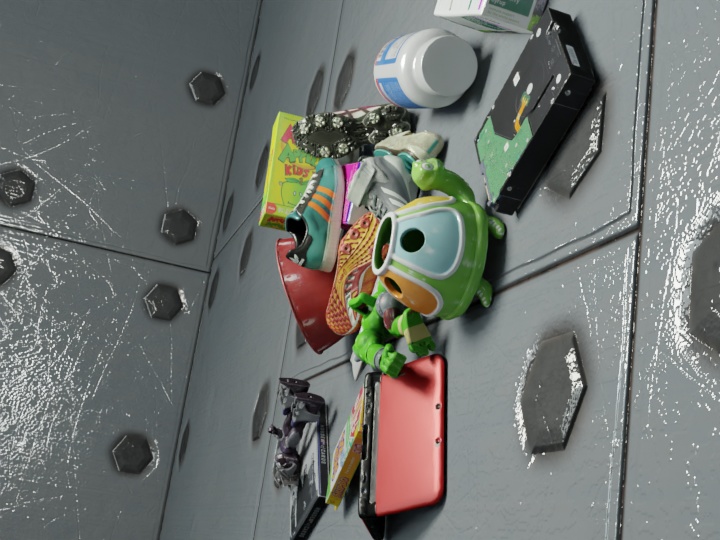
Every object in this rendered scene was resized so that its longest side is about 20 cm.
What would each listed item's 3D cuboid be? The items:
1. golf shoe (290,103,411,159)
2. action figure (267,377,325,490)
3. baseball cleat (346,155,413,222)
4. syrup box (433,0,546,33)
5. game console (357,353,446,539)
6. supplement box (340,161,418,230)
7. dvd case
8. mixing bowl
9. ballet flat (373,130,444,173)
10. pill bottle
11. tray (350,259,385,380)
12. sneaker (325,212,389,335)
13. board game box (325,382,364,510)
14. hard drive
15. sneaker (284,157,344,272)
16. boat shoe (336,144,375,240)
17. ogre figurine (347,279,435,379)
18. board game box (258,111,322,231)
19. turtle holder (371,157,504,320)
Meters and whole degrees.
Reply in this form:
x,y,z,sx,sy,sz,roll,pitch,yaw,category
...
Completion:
x,y,z,sx,sy,sz,roll,pitch,yaw,category
-0.013,-0.233,1.665,0.088,0.199,0.077,-67,-30,-70,golf shoe
-0.122,0.288,1.726,0.130,0.069,0.201,-129,49,-59,action figure
0.036,-0.082,1.449,0.070,0.106,0.200,112,151,-48,baseball cleat
0.169,-0.360,1.314,0.200,0.079,0.082,-131,56,-70,syrup box
0.062,0.234,1.316,0.172,0.118,0.200,71,-160,-57,game console
0.010,-0.113,1.620,0.200,0.101,0.104,-164,87,-75,supplement box
-0.090,0.346,1.730,0.200,0.025,0.150,-93,23,-47,dvd case
-0.050,0.025,1.629,0.200,0.108,0.201,-20,-90,-82,mixing bowl
0.079,-0.185,1.547,0.062,0.067,0.200,-49,19,-5,ballet flat
0.096,-0.289,1.452,0.200,0.112,0.113,-146,70,-73,pill bottle
0.024,0.058,1.507,0.107,0.022,0.200,-46,-25,-72,tray
0.000,0.000,1.525,0.200,0.073,0.077,-68,-17,13,sneaker
-0.015,0.264,1.497,0.096,0.030,0.200,-81,7,-49,board game box
0.196,-0.180,1.158,0.140,0.038,0.200,-94,24,-47,hard drive
-0.073,-0.095,1.558,0.071,0.080,0.200,126,152,-55,sneaker
-0.016,-0.135,1.788,0.075,0.062,0.201,27,112,56,boat shoe
0.049,0.052,1.344,0.120,0.098,0.201,-16,66,55,ogre figurine
-0.104,-0.160,1.677,0.048,0.101,0.201,124,155,-60,board game box
0.092,-0.037,1.225,0.141,0.131,0.186,-134,58,-72,turtle holder
